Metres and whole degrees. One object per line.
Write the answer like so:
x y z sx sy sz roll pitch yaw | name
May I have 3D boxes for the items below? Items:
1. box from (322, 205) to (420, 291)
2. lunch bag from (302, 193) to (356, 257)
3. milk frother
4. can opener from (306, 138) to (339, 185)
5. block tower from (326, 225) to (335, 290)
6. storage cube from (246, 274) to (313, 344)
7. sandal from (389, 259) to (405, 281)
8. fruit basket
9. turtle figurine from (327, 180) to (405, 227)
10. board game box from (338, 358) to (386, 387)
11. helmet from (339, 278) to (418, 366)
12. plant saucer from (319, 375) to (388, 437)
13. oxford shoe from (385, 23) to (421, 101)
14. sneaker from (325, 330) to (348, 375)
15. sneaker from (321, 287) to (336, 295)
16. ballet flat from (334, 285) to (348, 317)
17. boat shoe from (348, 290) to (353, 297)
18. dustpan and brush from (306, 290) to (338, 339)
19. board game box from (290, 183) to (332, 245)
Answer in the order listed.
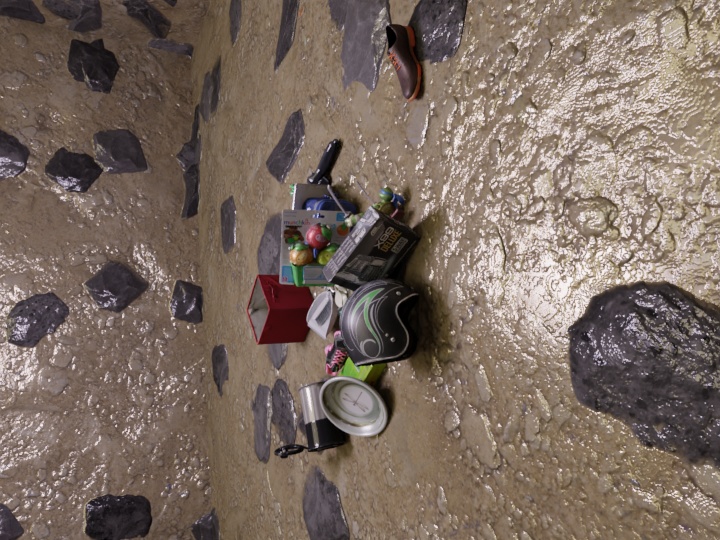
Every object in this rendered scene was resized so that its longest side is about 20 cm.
0.026 -0.040 1.245 0.201 0.157 0.050 -51 47 17 | box
-0.091 -0.127 1.528 0.132 0.134 0.203 24 112 54 | lunch bag
-0.168 0.460 1.592 0.181 0.197 0.191 -48 49 53 | milk frother
-0.115 -0.334 1.667 0.201 0.078 0.064 -63 1 33 | can opener
-0.078 -0.047 1.460 0.054 0.057 0.203 -132 49 -59 | block tower
-0.275 0.133 1.801 0.172 0.178 0.202 61 137 40 | storage cube
0.054 0.042 1.331 0.076 0.042 0.202 38 106 51 | sandal
-0.117 -0.056 1.357 0.094 0.182 0.203 -122 36 -62 | fruit basket
0.014 -0.128 1.348 0.144 0.197 0.197 -72 -11 -72 | turtle figurine
-0.003 0.290 1.455 0.102 0.047 0.201 62 139 40 | board game box
0.048 0.118 1.226 0.199 0.197 0.194 -30 66 56 | helmet
-0.013 0.356 1.402 0.197 0.050 0.203 11 122 19 | plant saucer
0.097 -0.509 1.273 0.071 0.072 0.203 -31 63 55 | oxford shoe
-0.059 0.244 1.493 0.201 0.078 0.096 119 168 -56 | sneaker
-0.102 0.012 1.584 0.199 0.066 0.091 27 83 34 | sneaker
-0.036 0.065 1.431 0.068 0.068 0.201 -39 24 19 | ballet flat
0.000 0.000 1.393 0.075 0.067 0.202 105 166 -55 | boat shoe
-0.104 0.096 1.618 0.201 0.057 0.139 -58 35 -4 | dustpan and brush
-0.158 -0.165 1.599 0.026 0.199 0.203 13 103 28 | board game box
